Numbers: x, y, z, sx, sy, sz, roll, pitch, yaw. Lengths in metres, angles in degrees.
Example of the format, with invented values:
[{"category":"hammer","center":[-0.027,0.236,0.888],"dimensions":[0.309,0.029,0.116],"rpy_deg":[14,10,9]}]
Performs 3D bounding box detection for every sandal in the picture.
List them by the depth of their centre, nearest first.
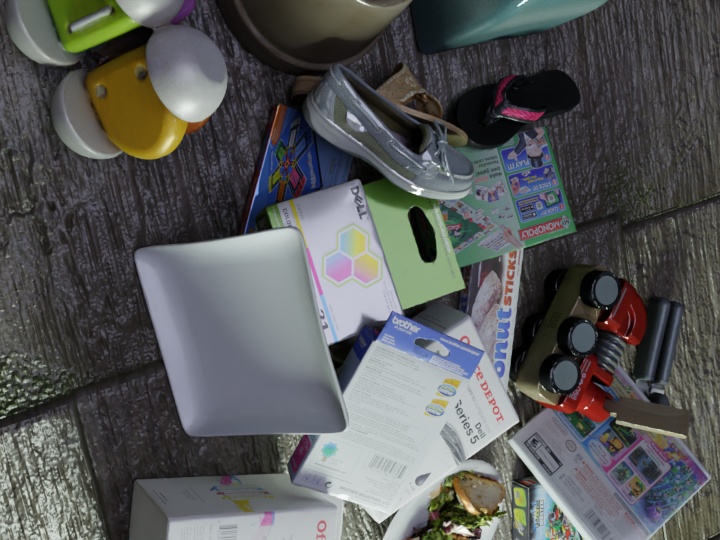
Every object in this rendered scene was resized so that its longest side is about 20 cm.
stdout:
[{"category":"sandal","center":[0.030,-0.194,0.972],"dimensions":[0.210,0.077,0.070],"rpy_deg":[12,82,-23]},{"category":"sandal","center":[0.189,-0.201,1.062],"dimensions":[0.199,0.045,0.076],"rpy_deg":[-25,81,-29]}]

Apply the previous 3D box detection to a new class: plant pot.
[{"category":"plant pot","center":[-0.022,-0.298,0.876],"dimensions":[0.198,0.173,0.202],"rpy_deg":[-3,97,-29]},{"category":"plant pot","center":[0.176,-0.357,0.965],"dimensions":[0.194,0.199,0.198],"rpy_deg":[-17,102,-26]}]

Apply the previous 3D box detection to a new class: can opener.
[{"category":"can opener","center":[0.402,0.138,1.216],"dimensions":[0.052,0.066,0.202],"rpy_deg":[16,82,-28]}]

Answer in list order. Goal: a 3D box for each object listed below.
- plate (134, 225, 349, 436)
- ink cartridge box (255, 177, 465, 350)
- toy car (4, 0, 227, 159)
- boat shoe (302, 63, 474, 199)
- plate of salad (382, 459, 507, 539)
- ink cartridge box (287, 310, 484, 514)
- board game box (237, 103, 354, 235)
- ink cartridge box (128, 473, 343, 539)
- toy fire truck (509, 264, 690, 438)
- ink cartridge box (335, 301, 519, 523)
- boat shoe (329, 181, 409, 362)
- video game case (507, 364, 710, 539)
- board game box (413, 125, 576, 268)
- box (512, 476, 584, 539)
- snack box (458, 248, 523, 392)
[{"category":"plate","center":[-0.111,0.061,0.867],"dimensions":[0.032,0.198,0.202],"rpy_deg":[-34,113,-59]},{"category":"ink cartridge box","center":[0.011,-0.020,0.919],"dimensions":[0.198,0.076,0.149],"rpy_deg":[-19,91,-16]},{"category":"toy car","center":[-0.199,-0.207,0.810],"dimensions":[0.150,0.174,0.202],"rpy_deg":[-47,119,-56]},{"category":"boat shoe","center":[0.039,-0.137,0.913],"dimensions":[0.201,0.065,0.075],"rpy_deg":[28,39,-20]},{"category":"plate of salad","center":[0.100,0.313,1.043],"dimensions":[0.199,0.048,0.202],"rpy_deg":[-20,123,-33]},{"category":"ink cartridge box","center":[0.025,0.138,0.891],"dimensions":[0.119,0.042,0.201],"rpy_deg":[23,106,-23]},{"category":"board game box","center":[-0.072,-0.063,0.956],"dimensions":[0.102,0.019,0.202],"rpy_deg":[17,86,-30]},{"category":"ink cartridge box","center":[-0.119,0.283,0.899],"dimensions":[0.198,0.125,0.130],"rpy_deg":[5,92,-29]},{"category":"toy fire truck","center":[0.311,0.112,1.112],"dimensions":[0.199,0.128,0.177],"rpy_deg":[34,77,-22]},{"category":"ink cartridge box","center":[0.055,0.151,0.994],"dimensions":[0.199,0.084,0.146],"rpy_deg":[-32,109,-14]},{"category":"boat shoe","center":[0.002,0.001,0.988],"dimensions":[0.072,0.063,0.203],"rpy_deg":[13,81,-15]},{"category":"video game case","center":[0.314,0.237,1.135],"dimensions":[0.181,0.024,0.201],"rpy_deg":[-35,79,-18]},{"category":"board game box","center":[0.153,-0.085,1.058],"dimensions":[0.198,0.029,0.136],"rpy_deg":[-16,90,-27]},{"category":"box","center":[0.247,0.364,1.162],"dimensions":[0.109,0.035,0.202],"rpy_deg":[-4,96,-28]},{"category":"snack box","center":[0.151,0.062,1.087],"dimensions":[0.071,0.024,0.202],"rpy_deg":[6,92,-26]}]
